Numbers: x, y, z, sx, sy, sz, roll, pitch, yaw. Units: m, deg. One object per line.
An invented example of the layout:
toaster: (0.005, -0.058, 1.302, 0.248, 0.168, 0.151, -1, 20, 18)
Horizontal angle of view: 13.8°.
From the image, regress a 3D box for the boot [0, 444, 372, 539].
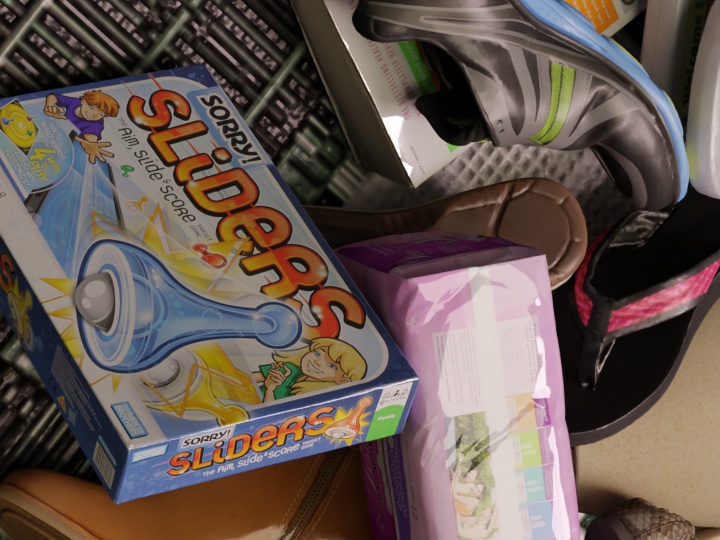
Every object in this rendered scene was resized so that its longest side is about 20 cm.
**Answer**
boot: (-0.058, 0.088, 1.359, 0.200, 0.074, 0.155, 24, 71, -11)

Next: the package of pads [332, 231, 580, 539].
package of pads: (0.044, 0.084, 1.277, 0.076, 0.120, 0.200, -11, 99, -15)

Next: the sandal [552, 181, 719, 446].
sandal: (0.135, -0.001, 1.377, 0.200, 0.075, 0.045, -47, 147, -22)

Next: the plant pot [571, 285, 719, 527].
plant pot: (0.181, 0.050, 1.452, 0.200, 0.187, 0.188, -11, 113, -15)

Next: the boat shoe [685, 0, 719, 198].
boat shoe: (0.209, -0.125, 1.375, 0.074, 0.067, 0.200, 29, 78, -60)

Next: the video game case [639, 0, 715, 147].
video game case: (0.202, -0.157, 1.442, 0.182, 0.022, 0.200, -13, 116, -46)

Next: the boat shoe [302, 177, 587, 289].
boat shoe: (0.001, 0.006, 1.365, 0.202, 0.075, 0.075, -7, 84, -8)

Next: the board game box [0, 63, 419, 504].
board game box: (-0.082, 0.000, 1.233, 0.135, 0.200, 0.034, -13, 140, -30)

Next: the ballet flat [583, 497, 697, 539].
ballet flat: (0.124, 0.156, 1.449, 0.046, 0.067, 0.200, -25, 161, -19)

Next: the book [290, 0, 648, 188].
book: (0.063, -0.150, 1.367, 0.200, 0.048, 0.134, -36, 122, -20)

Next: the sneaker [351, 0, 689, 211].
sneaker: (0.070, -0.084, 1.330, 0.200, 0.071, 0.083, 36, 90, -34)

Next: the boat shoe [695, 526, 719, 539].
boat shoe: (0.232, 0.131, 1.567, 0.200, 0.072, 0.065, -20, 112, -33)
